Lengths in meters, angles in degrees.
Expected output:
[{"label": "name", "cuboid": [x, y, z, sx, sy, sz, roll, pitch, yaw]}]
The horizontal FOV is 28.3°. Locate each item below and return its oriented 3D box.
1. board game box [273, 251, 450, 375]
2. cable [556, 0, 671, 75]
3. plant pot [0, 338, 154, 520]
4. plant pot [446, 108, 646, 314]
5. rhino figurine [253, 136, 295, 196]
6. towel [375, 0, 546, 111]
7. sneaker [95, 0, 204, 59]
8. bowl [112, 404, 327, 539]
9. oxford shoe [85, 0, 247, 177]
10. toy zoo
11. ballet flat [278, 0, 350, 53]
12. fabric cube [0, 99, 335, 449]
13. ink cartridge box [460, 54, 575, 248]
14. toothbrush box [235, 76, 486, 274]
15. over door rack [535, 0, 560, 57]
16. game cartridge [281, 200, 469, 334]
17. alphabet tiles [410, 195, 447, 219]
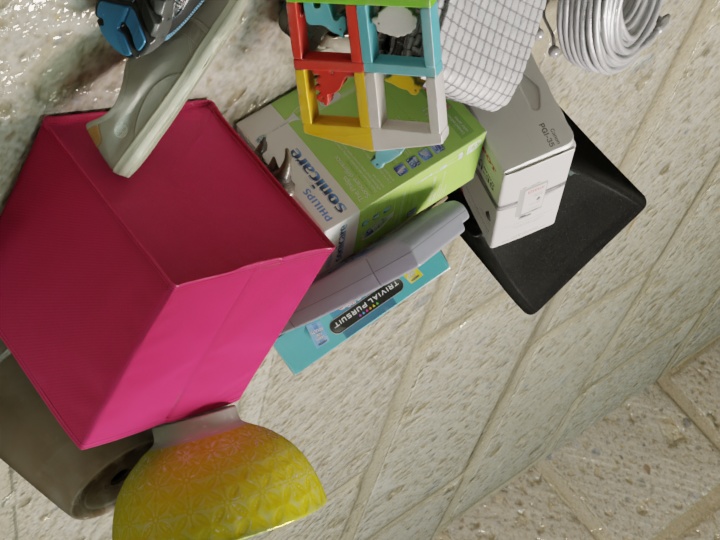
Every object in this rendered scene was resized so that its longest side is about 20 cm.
[{"label": "board game box", "cuboid": [-0.003, 0.020, 1.547, 0.199, 0.047, 0.151, -35, -168, 5]}, {"label": "cable", "cuboid": [0.272, -0.307, 1.497, 0.200, 0.069, 0.201, -49, 148, -36]}, {"label": "plant pot", "cuboid": [-0.274, 0.134, 1.371, 0.199, 0.174, 0.200, -35, 158, -17]}, {"label": "plant pot", "cuboid": [0.182, -0.102, 1.680, 0.200, 0.200, 0.177, -44, 148, 10]}, {"label": "rhino figurine", "cuboid": [-0.120, -0.058, 1.330, 0.060, 0.088, 0.200, -23, 167, -44]}, {"label": "towel", "cuboid": [0.091, -0.255, 1.272, 0.165, 0.085, 0.202, 11, 97, -55]}, {"label": "sneaker", "cuboid": [-0.128, -0.247, 1.032, 0.082, 0.073, 0.200, -41, 172, -50]}, {"label": "bowl", "cuboid": [-0.138, 0.184, 1.291, 0.198, 0.109, 0.200, -15, 179, 0]}, {"label": "oxford shoe", "cuboid": [-0.149, -0.167, 1.128, 0.201, 0.058, 0.075, -55, -175, -10]}, {"label": "toy zoo", "cuboid": [0.005, -0.176, 1.194, 0.021, 0.130, 0.202, -56, 147, -50]}, {"label": "ballet flat", "cuboid": [0.009, -0.225, 1.294, 0.199, 0.064, 0.068, -18, 150, -46]}, {"label": "fabric cube", "cuboid": [-0.181, -0.003, 1.226, 0.199, 0.196, 0.200, -13, 145, -49]}, {"label": "ink cartridge box", "cuboid": [0.146, -0.133, 1.473, 0.082, 0.148, 0.200, -22, 161, -7]}, {"label": "toothbrush box", "cuboid": [-0.001, -0.116, 1.380, 0.199, 0.146, 0.086, -32, 159, -22]}, {"label": "over door rack", "cuboid": [0.149, -0.245, 1.494, 0.200, 0.067, 0.148, -45, 158, 11]}, {"label": "game cartridge", "cuboid": [0.000, 0.000, 1.373, 0.199, 0.042, 0.133, -27, -178, 37]}, {"label": "alphabet tiles", "cuboid": [0.013, -0.038, 1.589, 0.166, 0.006, 0.200, -43, -167, -27]}]
